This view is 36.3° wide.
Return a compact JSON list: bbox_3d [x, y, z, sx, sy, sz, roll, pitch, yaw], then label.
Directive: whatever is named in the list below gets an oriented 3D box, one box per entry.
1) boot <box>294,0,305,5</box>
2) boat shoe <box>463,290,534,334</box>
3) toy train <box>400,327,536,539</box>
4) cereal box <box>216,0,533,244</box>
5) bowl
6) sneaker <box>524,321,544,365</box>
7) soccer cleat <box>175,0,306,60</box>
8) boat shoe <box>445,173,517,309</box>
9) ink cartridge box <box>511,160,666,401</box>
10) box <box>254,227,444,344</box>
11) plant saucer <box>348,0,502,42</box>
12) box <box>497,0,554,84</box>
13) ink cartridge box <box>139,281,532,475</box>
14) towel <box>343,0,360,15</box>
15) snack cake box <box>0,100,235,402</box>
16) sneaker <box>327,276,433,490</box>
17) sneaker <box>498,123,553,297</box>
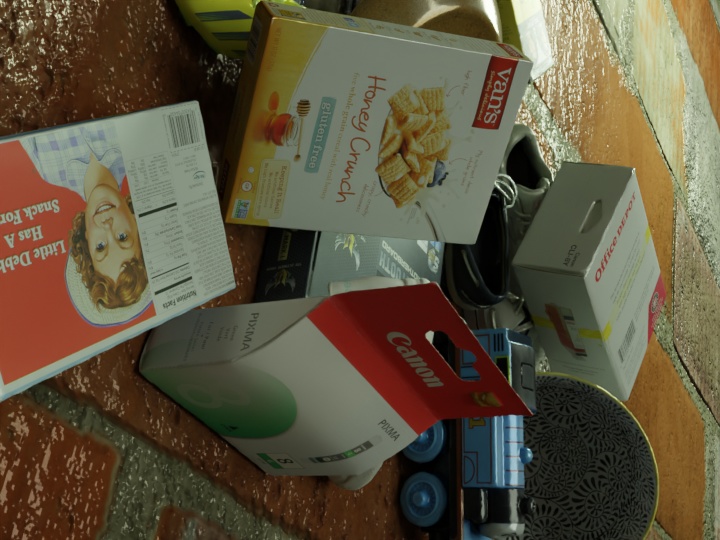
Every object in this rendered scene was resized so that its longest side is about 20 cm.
[{"bbox_3d":[-0.040,-0.280,0.816,0.072,0.089,0.204,16,70,-59],"label":"boot"},{"bbox_3d":[0.143,0.052,1.112,0.072,0.065,0.204,5,80,-60],"label":"boat shoe"},{"bbox_3d":[0.097,0.145,0.959,0.086,0.113,0.204,20,67,-57],"label":"toy train"},{"bbox_3d":[0.010,-0.095,0.751,0.197,0.040,0.146,3,118,-24],"label":"cereal box"},{"bbox_3d":[0.182,0.187,1.047,0.094,0.197,0.205,-28,110,-75],"label":"bowl"},{"bbox_3d":[0.198,0.017,1.221,0.202,0.079,0.079,-60,156,-14],"label":"sneaker"},{"bbox_3d":[-0.040,-0.162,0.763,0.199,0.083,0.066,33,59,-29],"label":"soccer cleat"},{"bbox_3d":[0.111,-0.065,1.060,0.074,0.062,0.204,4,80,-26],"label":"boat shoe"},{"bbox_3d":[0.237,0.010,1.112,0.146,0.082,0.201,-59,141,-30],"label":"ink cartridge box"},{"bbox_3d":[0.000,0.000,0.876,0.200,0.050,0.160,44,48,-48],"label":"box"},{"bbox_3d":[0.052,-0.152,0.896,0.198,0.035,0.203,-27,136,-28],"label":"plant saucer"},{"bbox_3d":[0.121,-0.269,0.980,0.075,0.049,0.203,-39,117,-53],"label":"box"},{"bbox_3d":[-0.013,0.076,0.683,0.161,0.197,0.051,50,46,-45],"label":"ink cartridge box"},{"bbox_3d":[0.057,-0.238,0.999,0.165,0.084,0.204,37,55,-51],"label":"towel"},{"bbox_3d":[-0.155,-0.018,0.580,0.199,0.066,0.117,-28,111,-59],"label":"snack cake box"},{"bbox_3d":[-0.013,0.078,0.790,0.076,0.087,0.202,-97,-161,-49],"label":"sneaker"},{"bbox_3d":[0.168,-0.056,1.134,0.099,0.077,0.204,180,-107,-79],"label":"sneaker"}]
